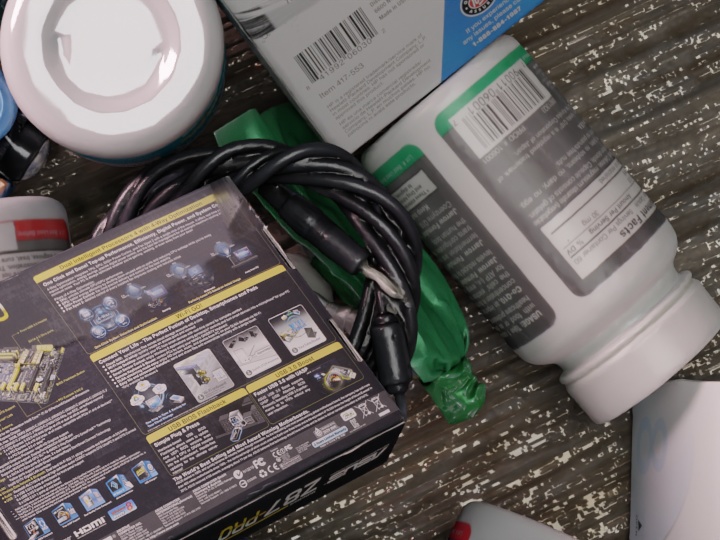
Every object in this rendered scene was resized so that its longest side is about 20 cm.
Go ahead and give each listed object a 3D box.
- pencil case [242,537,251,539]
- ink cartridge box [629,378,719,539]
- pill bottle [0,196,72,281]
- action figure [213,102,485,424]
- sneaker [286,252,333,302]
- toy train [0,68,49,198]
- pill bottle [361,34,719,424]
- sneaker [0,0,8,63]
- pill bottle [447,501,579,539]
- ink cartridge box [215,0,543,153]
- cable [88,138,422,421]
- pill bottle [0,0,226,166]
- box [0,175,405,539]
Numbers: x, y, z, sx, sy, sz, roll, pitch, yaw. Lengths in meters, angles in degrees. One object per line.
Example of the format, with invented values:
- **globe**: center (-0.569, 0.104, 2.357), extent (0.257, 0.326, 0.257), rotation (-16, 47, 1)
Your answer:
- **pencil case**: center (-0.053, 0.174, 1.208), extent (0.200, 0.085, 0.093), rotation (28, 46, -42)
- **ink cartridge box**: center (0.193, 0.138, 1.275), extent (0.047, 0.200, 0.161), rotation (4, 84, -11)
- **pill bottle**: center (-0.190, 0.070, 1.218), extent (0.113, 0.114, 0.201), rotation (-9, 86, -9)
- **action figure**: center (0.000, 0.000, 1.301), extent (0.055, 0.118, 0.200), rotation (-42, 83, 29)
- **sneaker**: center (-0.071, 0.080, 1.309), extent (0.072, 0.072, 0.201), rotation (30, 80, -3)
- **toy train**: center (-0.269, -0.090, 1.293), extent (0.199, 0.087, 0.115), rotation (33, 90, -6)
- **pill bottle**: center (0.102, -0.021, 1.321), extent (0.113, 0.113, 0.200), rotation (-40, 91, -10)
- **sneaker**: center (-0.232, -0.176, 1.273), extent (0.090, 0.078, 0.201), rotation (-7, 46, -14)
- **pill bottle**: center (0.071, 0.238, 1.290), extent (0.119, 0.120, 0.201), rotation (26, 82, -5)
- **ink cartridge box**: center (-0.015, -0.181, 1.236), extent (0.146, 0.086, 0.200), rotation (-38, 129, 0)
- **cable**: center (-0.068, 0.014, 1.244), extent (0.199, 0.051, 0.164), rotation (0, 100, 15)
- **pill bottle**: center (-0.125, -0.111, 1.250), extent (0.110, 0.200, 0.112), rotation (0, 91, -3)
- **box**: center (-0.104, 0.061, 1.135), extent (0.199, 0.049, 0.161), rotation (-27, 69, -27)
